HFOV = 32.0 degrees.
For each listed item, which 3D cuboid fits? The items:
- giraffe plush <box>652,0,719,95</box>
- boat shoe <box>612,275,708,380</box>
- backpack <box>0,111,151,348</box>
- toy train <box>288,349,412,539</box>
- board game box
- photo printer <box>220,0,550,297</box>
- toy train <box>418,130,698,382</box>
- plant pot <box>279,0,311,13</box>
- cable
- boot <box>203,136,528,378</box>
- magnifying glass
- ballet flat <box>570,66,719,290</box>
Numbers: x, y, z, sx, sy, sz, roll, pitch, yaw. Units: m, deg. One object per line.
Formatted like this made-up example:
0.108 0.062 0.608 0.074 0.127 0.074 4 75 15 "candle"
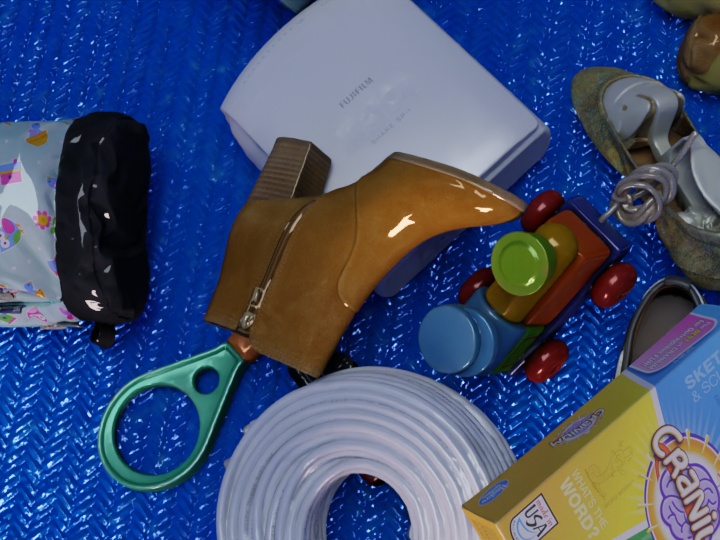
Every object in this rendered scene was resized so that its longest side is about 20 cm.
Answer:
0.293 -0.194 0.823 0.172 0.162 0.201 -31 69 -2 "giraffe plush"
0.184 0.103 0.796 0.071 0.068 0.202 11 75 11 "boat shoe"
-0.255 -0.037 0.884 0.198 0.127 0.169 -2 75 12 "backpack"
0.012 0.118 0.836 0.046 0.034 0.200 -39 70 -1 "toy train"
0.175 0.139 0.733 0.199 0.040 0.154 -37 106 -18 "board game box"
0.009 -0.106 0.891 0.166 0.070 0.200 -41 70 -5 "photo printer"
0.122 -0.013 0.779 0.085 0.115 0.200 47 116 19 "toy train"
-0.037 -0.299 0.906 0.200 0.200 0.188 43 97 19 "plant pot"
0.007 0.160 0.779 0.199 0.069 0.201 -28 74 20 "cable"
-0.001 0.000 0.789 0.200 0.071 0.145 12 81 32 "boot"
-0.101 0.072 0.877 0.200 0.022 0.080 -43 70 -7 "magnifying glass"
0.204 -0.080 0.836 0.070 0.071 0.201 -24 59 1 "ballet flat"
